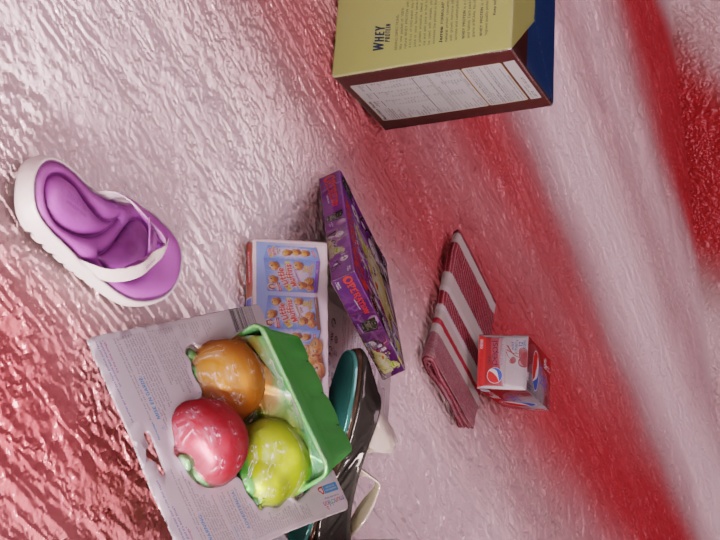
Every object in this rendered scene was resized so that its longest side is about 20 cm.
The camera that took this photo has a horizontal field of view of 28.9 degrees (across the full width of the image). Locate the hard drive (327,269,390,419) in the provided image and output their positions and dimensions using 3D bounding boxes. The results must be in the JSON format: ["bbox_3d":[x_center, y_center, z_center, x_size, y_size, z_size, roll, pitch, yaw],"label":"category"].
[{"bbox_3d":[-0.024,0.084,1.352,0.200,0.038,0.141,41,50,-58],"label":"hard drive"}]

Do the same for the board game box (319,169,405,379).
[{"bbox_3d":[0.000,0.000,1.334,0.120,0.032,0.201,58,12,-29],"label":"board game box"}]

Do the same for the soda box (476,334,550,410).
[{"bbox_3d":[0.194,0.129,1.744,0.200,0.063,0.071,40,52,-70],"label":"soda box"}]

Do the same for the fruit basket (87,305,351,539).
[{"bbox_3d":[-0.107,0.124,1.075,0.199,0.094,0.186,-14,73,-50],"label":"fruit basket"}]

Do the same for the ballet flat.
[{"bbox_3d":[-0.010,0.171,1.269,0.068,0.068,0.202,15,96,-23],"label":"ballet flat"}]

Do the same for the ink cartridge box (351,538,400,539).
[{"bbox_3d":[0.010,0.373,1.309,0.147,0.082,0.201,60,35,-41],"label":"ink cartridge box"}]

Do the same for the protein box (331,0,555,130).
[{"bbox_3d":[0.093,-0.277,1.484,0.135,0.198,0.200,38,51,-57],"label":"protein box"}]

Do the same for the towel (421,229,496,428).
[{"bbox_3d":[0.120,0.071,1.684,0.145,0.023,0.201,61,33,-41],"label":"towel"}]

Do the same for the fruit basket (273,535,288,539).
[{"bbox_3d":[-0.085,0.281,1.117,0.201,0.093,0.186,62,33,-34],"label":"fruit basket"}]

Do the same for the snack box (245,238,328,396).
[{"bbox_3d":[-0.064,0.074,1.232,0.071,0.024,0.202,3,79,-20],"label":"snack box"}]

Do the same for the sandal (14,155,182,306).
[{"bbox_3d":[-0.178,-0.024,1.025,0.202,0.049,0.083,30,58,-61],"label":"sandal"}]
